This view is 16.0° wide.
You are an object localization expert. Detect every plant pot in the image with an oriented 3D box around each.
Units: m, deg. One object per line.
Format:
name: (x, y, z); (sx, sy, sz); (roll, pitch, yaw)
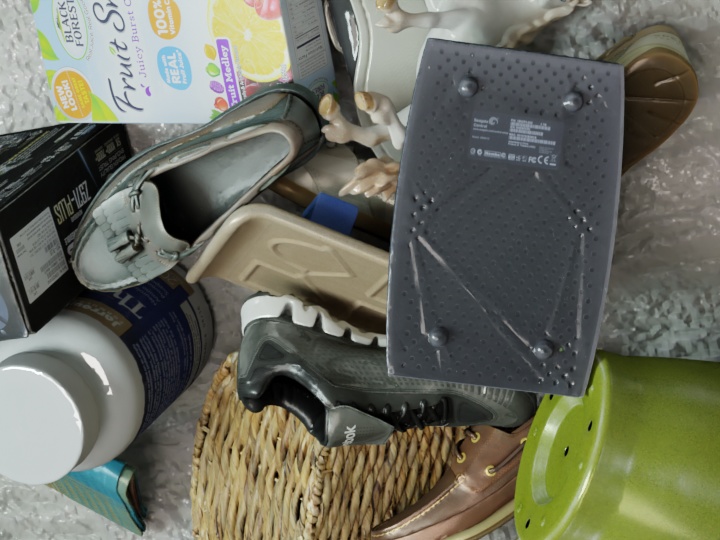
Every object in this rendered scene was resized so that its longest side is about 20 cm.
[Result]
plant pot: (0.204, 0.137, 1.569); (0.192, 0.201, 0.201); (18, 120, -14)

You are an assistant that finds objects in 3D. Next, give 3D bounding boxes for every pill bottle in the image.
pill bottle: (-0.182, 0.067, 1.711); (0.110, 0.200, 0.111); (6, 110, 17)

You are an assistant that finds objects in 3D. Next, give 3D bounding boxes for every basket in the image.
basket: (-0.022, 0.142, 1.768); (0.143, 0.149, 0.201); (34, 126, 42)

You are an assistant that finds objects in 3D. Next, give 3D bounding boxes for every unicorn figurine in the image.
unicorn figurine: (0.058, -0.134, 1.584); (0.137, 0.074, 0.201); (13, 114, -31)

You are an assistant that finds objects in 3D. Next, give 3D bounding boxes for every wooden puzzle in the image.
wooden puzzle: (0.000, 0.000, 1.633); (0.199, 0.185, 0.046); (17, 76, -9)

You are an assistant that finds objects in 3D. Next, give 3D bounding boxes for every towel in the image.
towel: (-0.241, 0.119, 1.811); (0.199, 0.022, 0.147); (27, 163, 9)

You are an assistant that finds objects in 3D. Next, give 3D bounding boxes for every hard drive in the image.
hard drive: (0.084, -0.031, 1.529); (0.134, 0.042, 0.201); (7, 90, -8)

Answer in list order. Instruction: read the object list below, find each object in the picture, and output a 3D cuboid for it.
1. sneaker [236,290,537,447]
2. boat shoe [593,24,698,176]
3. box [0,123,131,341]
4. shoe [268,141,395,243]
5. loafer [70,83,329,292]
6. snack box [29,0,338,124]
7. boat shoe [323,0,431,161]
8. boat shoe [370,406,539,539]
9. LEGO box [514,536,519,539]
sneaker: (0.010, 0.081, 1.627); (0.199, 0.091, 0.067); (15, 145, 3)
boat shoe: (0.128, -0.076, 1.608); (0.072, 0.065, 0.200); (39, 113, -20)
box: (-0.257, -0.022, 1.702); (0.163, 0.200, 0.086); (-8, 109, 22)
shoe: (0.007, -0.050, 1.678); (0.199, 0.070, 0.054); (26, 92, 3)
loafer: (-0.110, -0.048, 1.604); (0.200, 0.063, 0.072); (-35, 101, 21)
snack box: (-0.120, -0.168, 1.654); (0.199, 0.053, 0.143); (3, 112, 32)
boat shoe: (0.013, -0.156, 1.627); (0.074, 0.060, 0.201); (-22, 111, -9)
boat shoe: (0.090, 0.128, 1.695); (0.200, 0.072, 0.068); (-30, 94, 3)
LEGO box: (0.133, 0.261, 1.708); (0.149, 0.077, 0.200); (36, 147, 3)
